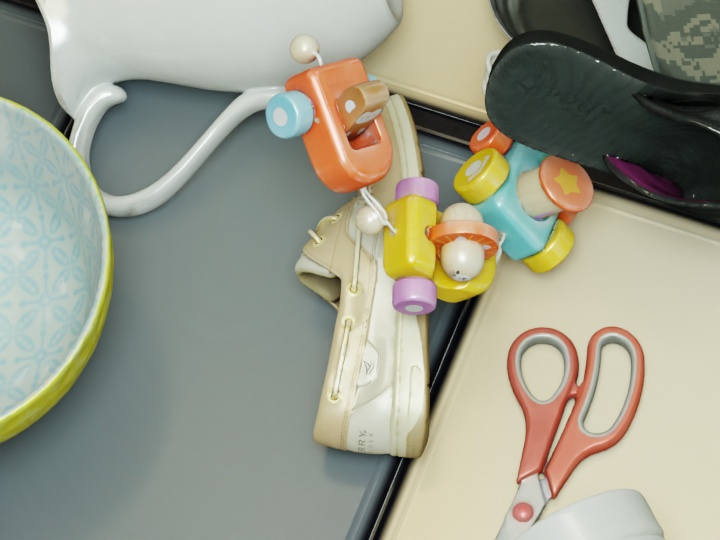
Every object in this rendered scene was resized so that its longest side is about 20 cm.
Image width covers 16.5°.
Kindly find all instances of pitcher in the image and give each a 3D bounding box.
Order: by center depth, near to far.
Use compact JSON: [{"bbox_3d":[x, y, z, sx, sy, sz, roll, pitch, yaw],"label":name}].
[{"bbox_3d":[-0.077,-0.127,1.354,0.200,0.121,0.172,-12,86,12],"label":"pitcher"}]

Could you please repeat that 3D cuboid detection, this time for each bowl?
[{"bbox_3d":[-0.218,0.017,1.296,0.200,0.108,0.201,-2,66,5],"label":"bowl"}]

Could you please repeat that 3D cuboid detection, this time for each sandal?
[{"bbox_3d":[0.158,-0.059,1.228,0.200,0.075,0.048,15,32,-2],"label":"sandal"}]

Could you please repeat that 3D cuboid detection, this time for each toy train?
[{"bbox_3d":[0.049,-0.060,1.263,0.200,0.056,0.151,-12,83,-47],"label":"toy train"}]

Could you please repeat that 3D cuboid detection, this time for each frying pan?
[{"bbox_3d":[0.151,-0.127,1.359,0.115,0.031,0.190,-35,66,-20],"label":"frying pan"}]

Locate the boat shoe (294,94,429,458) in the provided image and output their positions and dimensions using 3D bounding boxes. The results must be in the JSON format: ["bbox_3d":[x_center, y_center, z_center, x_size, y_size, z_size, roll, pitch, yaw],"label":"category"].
[{"bbox_3d":[0.000,0.000,1.301,0.069,0.074,0.200,-1,67,-1],"label":"boat shoe"}]

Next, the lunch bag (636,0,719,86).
[{"bbox_3d":[0.234,-0.187,1.252,0.200,0.139,0.168,-3,47,18],"label":"lunch bag"}]

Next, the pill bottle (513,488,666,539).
[{"bbox_3d":[0.142,0.209,1.173,0.111,0.111,0.200,-24,67,-5],"label":"pill bottle"}]

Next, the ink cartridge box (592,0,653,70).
[{"bbox_3d":[0.218,-0.147,1.335,0.173,0.044,0.200,-22,54,5],"label":"ink cartridge box"}]

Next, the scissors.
[{"bbox_3d":[0.095,0.116,1.272,0.073,0.014,0.200,12,66,9],"label":"scissors"}]
